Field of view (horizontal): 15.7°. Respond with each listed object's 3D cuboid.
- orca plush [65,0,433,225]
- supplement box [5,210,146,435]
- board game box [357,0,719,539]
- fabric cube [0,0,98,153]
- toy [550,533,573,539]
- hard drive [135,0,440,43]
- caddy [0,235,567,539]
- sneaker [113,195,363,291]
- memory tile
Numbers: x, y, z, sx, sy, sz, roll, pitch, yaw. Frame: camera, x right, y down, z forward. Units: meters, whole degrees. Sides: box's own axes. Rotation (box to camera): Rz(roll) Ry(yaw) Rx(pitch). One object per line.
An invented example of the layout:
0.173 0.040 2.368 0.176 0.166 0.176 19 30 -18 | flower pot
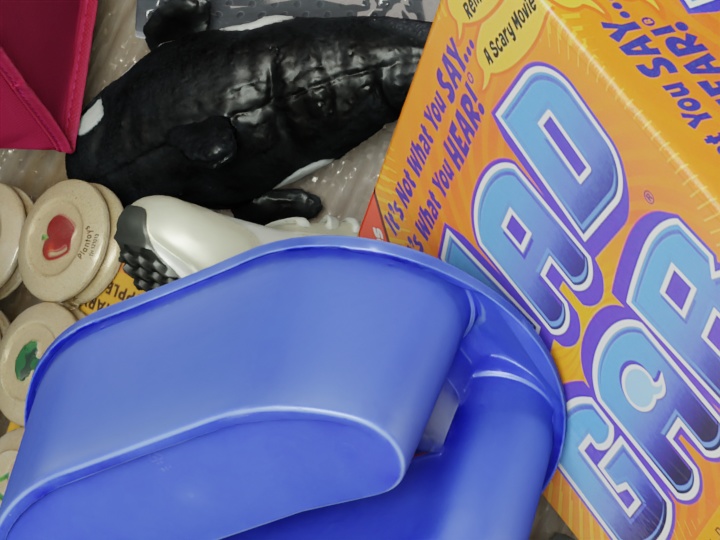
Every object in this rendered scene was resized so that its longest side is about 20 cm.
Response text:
-0.036 -0.049 1.016 0.200 0.071 0.105 1 121 19 | orca plush
-0.101 0.081 1.036 0.067 0.069 0.200 20 92 43 | supplement box
0.149 -0.026 0.880 0.200 0.200 0.200 -29 69 -26 | board game box
-0.215 -0.172 1.006 0.199 0.200 0.196 2 70 12 | fabric cube
0.146 0.163 0.962 0.200 0.115 0.047 24 104 13 | toy
0.011 -0.150 1.050 0.200 0.042 0.135 1 85 13 | hard drive
-0.028 0.066 0.879 0.200 0.105 0.141 -20 124 28 | caddy
0.001 0.000 0.992 0.200 0.070 0.093 29 82 -27 | sneaker
-0.165 0.060 1.044 0.153 0.017 0.200 2 78 41 | memory tile
